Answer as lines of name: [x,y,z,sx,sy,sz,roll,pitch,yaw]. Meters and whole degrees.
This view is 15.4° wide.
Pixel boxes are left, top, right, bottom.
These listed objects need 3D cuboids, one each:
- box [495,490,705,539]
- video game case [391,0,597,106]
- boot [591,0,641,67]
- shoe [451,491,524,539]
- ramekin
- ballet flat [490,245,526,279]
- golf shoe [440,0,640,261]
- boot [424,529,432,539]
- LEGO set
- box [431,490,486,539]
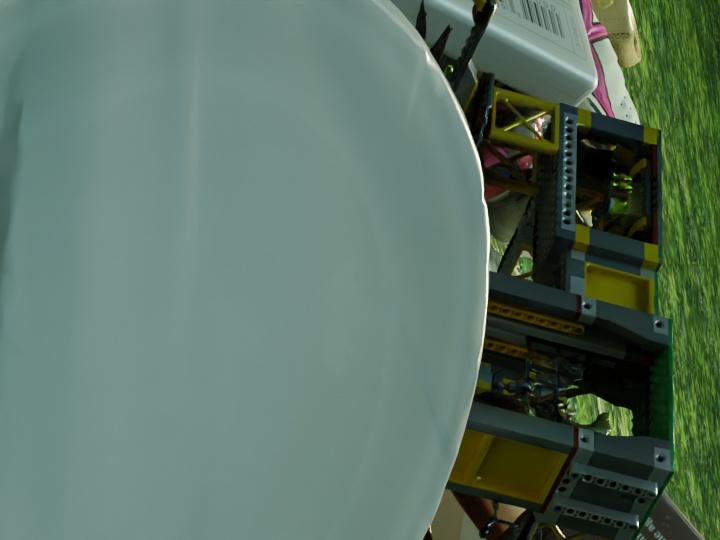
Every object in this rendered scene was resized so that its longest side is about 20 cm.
box: [0.041,0.163,0.846,0.100,0.200,0.075,49,-21,-2]
video game case: [-0.014,-0.157,0.882,0.199,0.022,0.183,22,42,-33]
boot: [0.040,-0.135,1.172,0.200,0.154,0.073,59,25,-57]
shoe: [0.037,0.027,1.005,0.201,0.053,0.070,62,-7,-7]
ramekin: [-0.075,0.014,0.561,0.202,0.094,0.204,-21,122,-38]
ballet flat: [0.000,0.000,0.900,0.199,0.064,0.076,19,54,-30]
golf shoe: [0.061,-0.067,0.986,0.092,0.072,0.201,42,26,-27]
boot: [-0.012,0.056,1.021,0.155,0.076,0.201,-57,127,-81]
LEGO set: [0.017,0.028,0.782,0.154,0.115,0.201,115,-13,-51]
box: [0.048,0.090,1.178,0.095,0.077,0.201,-117,-172,-58]
